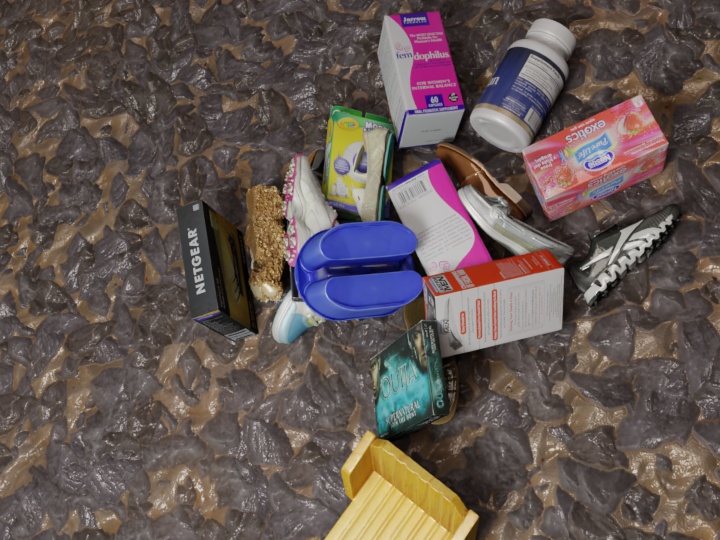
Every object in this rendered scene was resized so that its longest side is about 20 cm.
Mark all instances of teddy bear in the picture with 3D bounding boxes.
[{"bbox_3d":[-0.155,-0.044,1.367,0.066,0.145,0.203,0,71,-23],"label":"teddy bear"}]

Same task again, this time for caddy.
[{"bbox_3d":[0.000,0.000,1.210,0.197,0.105,0.143,-4,81,-22],"label":"caddy"}]

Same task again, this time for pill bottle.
[{"bbox_3d":[0.272,-0.306,1.311,0.110,0.111,0.201,27,82,24],"label":"pill bottle"}]

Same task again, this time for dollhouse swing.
[{"bbox_3d":[0.035,0.379,1.139,0.199,0.183,0.176,35,65,24],"label":"dollhouse swing"}]

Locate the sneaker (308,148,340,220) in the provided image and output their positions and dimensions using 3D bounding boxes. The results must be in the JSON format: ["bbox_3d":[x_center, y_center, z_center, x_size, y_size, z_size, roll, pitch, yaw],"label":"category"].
[{"bbox_3d":[-0.069,-0.114,1.386,0.076,0.078,0.203,3,76,5],"label":"sneaker"}]

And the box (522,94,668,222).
[{"bbox_3d":[0.363,-0.171,1.243,0.198,0.103,0.096,-24,67,8],"label":"box"}]

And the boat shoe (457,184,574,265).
[{"bbox_3d":[0.236,-0.069,1.231,0.201,0.074,0.065,40,105,0],"label":"boat shoe"}]

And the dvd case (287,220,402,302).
[{"bbox_3d":[-0.017,-0.017,1.291,0.197,0.016,0.150,0,57,-12],"label":"dvd case"}]

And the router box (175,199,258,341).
[{"bbox_3d":[-0.241,0.003,1.351,0.052,0.157,0.202,-17,68,12],"label":"router box"}]

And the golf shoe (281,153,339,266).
[{"bbox_3d":[-0.079,-0.095,1.285,0.090,0.075,0.202,5,64,-17],"label":"golf shoe"}]

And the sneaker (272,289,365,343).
[{"bbox_3d":[-0.048,0.063,1.312,0.130,0.080,0.201,37,87,26],"label":"sneaker"}]

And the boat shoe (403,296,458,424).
[{"bbox_3d":[0.112,0.143,1.239,0.073,0.067,0.202,-9,66,6],"label":"boat shoe"}]

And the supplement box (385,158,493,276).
[{"bbox_3d":[0.132,-0.057,1.279,0.100,0.103,0.202,-26,65,7],"label":"supplement box"}]

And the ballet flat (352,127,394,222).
[{"bbox_3d":[0.016,-0.141,1.314,0.061,0.068,0.203,4,69,10],"label":"ballet flat"}]

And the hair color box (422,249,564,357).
[{"bbox_3d":[0.196,0.049,1.180,0.197,0.112,0.064,-12,31,-10],"label":"hair color box"}]

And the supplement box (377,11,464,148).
[{"bbox_3d":[0.099,-0.325,1.358,0.100,0.104,0.202,-8,67,-9],"label":"supplement box"}]

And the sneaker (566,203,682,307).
[{"bbox_3d":[0.393,-0.042,1.208,0.200,0.066,0.091,-43,67,3],"label":"sneaker"}]

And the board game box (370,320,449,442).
[{"bbox_3d":[0.068,0.169,1.188,0.028,0.200,0.137,2,67,-22],"label":"board game box"}]

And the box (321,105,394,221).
[{"bbox_3d":[-0.002,-0.187,1.367,0.116,0.048,0.203,10,70,-18],"label":"box"}]

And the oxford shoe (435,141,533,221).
[{"bbox_3d":[0.186,-0.137,1.308,0.071,0.071,0.200,-46,66,3],"label":"oxford shoe"}]
